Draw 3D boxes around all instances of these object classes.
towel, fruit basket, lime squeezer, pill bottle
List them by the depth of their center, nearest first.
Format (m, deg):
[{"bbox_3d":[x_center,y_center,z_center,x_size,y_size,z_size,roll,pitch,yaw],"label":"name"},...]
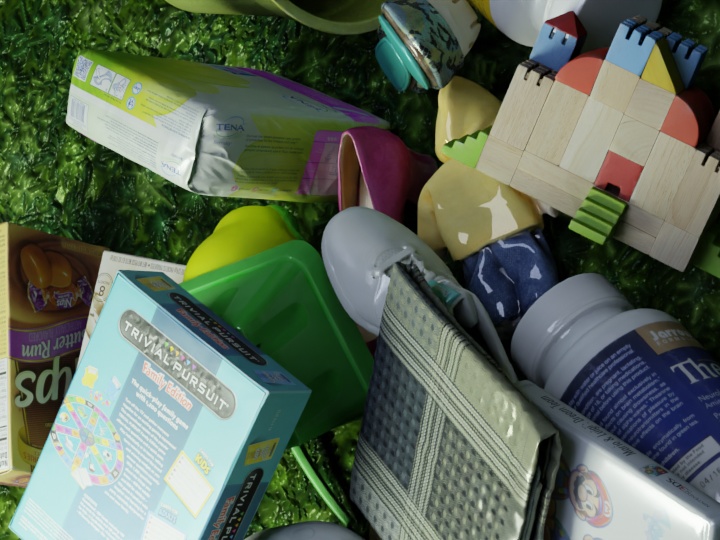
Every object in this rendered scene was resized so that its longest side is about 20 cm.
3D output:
[{"bbox_3d":[0.059,0.121,1.273,0.200,0.034,0.193,51,139,47],"label":"towel"},{"bbox_3d":[0.183,0.095,1.285,0.111,0.111,0.200,-52,53,17],"label":"pill bottle"},{"bbox_3d":[0.113,-0.222,1.419,0.111,0.111,0.200,-55,52,15],"label":"pill bottle"},{"bbox_3d":[-0.082,0.049,1.463,0.215,0.216,0.156,-19,103,35],"label":"fruit basket"},{"bbox_3d":[-0.042,0.094,1.528,0.070,0.038,0.201,-6,73,6],"label":"lime squeezer"}]

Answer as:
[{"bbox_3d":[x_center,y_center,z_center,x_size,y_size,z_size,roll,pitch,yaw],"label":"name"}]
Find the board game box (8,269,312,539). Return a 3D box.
[{"bbox_3d":[-0.133,0.124,1.341,0.151,0.047,0.201,36,110,33],"label":"board game box"}]

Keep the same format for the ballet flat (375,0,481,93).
[{"bbox_3d":[0.048,-0.164,1.427,0.200,0.074,0.075,-136,66,-83],"label":"ballet flat"}]

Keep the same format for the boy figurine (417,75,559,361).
[{"bbox_3d":[0.087,-0.038,1.427,0.124,0.064,0.201,-32,60,30],"label":"boy figurine"}]

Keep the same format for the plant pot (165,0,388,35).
[{"bbox_3d":[-0.075,-0.264,1.552,0.190,0.199,0.201,-4,76,51],"label":"plant pot"}]

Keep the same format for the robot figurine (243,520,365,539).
[{"bbox_3d":[-0.039,0.228,1.400,0.200,0.169,0.114,142,129,-75],"label":"robot figurine"}]

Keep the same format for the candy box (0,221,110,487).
[{"bbox_3d":[-0.253,0.072,1.645,0.056,0.116,0.201,-14,71,36],"label":"candy box"}]

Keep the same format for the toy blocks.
[{"bbox_3d":[0.170,-0.097,1.310,0.199,0.100,0.137,27,111,13],"label":"toy blocks"}]

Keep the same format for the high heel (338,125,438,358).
[{"bbox_3d":[0.000,0.000,1.467,0.067,0.096,0.201,16,90,40],"label":"high heel"}]

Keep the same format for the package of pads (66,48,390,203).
[{"bbox_3d":[-0.092,-0.102,1.499,0.154,0.200,0.068,27,108,40],"label":"package of pads"}]

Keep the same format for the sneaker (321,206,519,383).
[{"bbox_3d":[0.047,0.024,1.341,0.075,0.089,0.200,-32,68,-16],"label":"sneaker"}]

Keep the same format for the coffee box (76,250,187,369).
[{"bbox_3d":[-0.156,0.095,1.583,0.113,0.080,0.201,9,85,40],"label":"coffee box"}]

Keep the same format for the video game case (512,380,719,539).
[{"bbox_3d":[0.140,0.189,1.209,0.182,0.024,0.201,33,128,48],"label":"video game case"}]

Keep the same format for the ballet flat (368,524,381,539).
[{"bbox_3d":[0.045,0.112,1.421,0.068,0.063,0.201,5,85,4],"label":"ballet flat"}]
